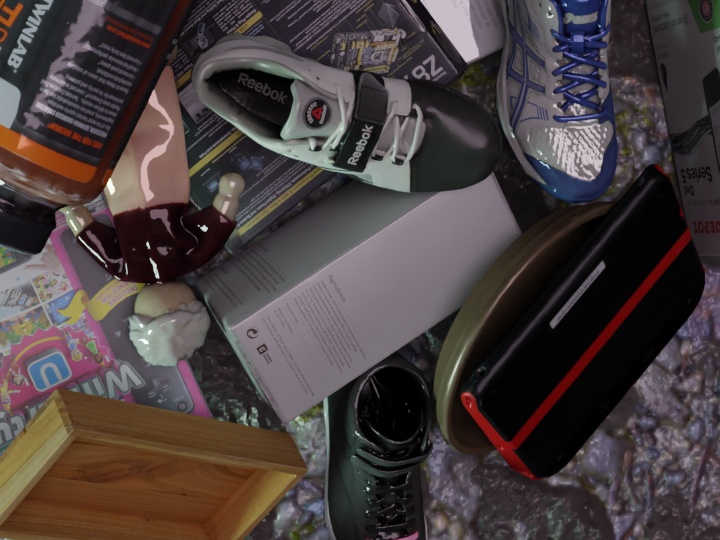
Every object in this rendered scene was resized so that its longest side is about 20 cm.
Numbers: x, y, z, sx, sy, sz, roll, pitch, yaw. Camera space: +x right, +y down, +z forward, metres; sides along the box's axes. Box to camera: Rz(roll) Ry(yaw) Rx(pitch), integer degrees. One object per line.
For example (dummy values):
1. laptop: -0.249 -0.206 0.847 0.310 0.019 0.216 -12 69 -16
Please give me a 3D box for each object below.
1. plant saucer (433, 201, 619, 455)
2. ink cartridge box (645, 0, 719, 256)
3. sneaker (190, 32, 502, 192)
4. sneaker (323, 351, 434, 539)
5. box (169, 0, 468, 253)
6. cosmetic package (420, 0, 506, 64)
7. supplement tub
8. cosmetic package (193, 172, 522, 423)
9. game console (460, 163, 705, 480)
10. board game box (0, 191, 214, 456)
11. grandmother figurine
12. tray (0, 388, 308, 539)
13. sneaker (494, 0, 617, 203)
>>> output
1. plant saucer: 0.117 0.035 1.081 0.029 0.200 0.200 39 83 28
2. ink cartridge box: 0.273 -0.113 1.108 0.083 0.145 0.202 -12 93 -9
3. sneaker: -0.012 -0.089 0.988 0.198 0.089 0.075 15 105 5
4. sneaker: 0.015 0.143 1.091 0.070 0.099 0.202 -8 94 -12
5. box: -0.055 -0.134 1.054 0.199 0.049 0.162 -38 91 18
6. cosmetic package: 0.083 -0.202 1.109 0.199 0.071 0.102 -25 96 -8
7. supplement tub: -0.177 -0.113 0.949 0.106 0.107 0.201 26 96 -10
8. cosmetic package: 0.000 0.000 1.074 0.199 0.108 0.085 -32 113 -7
9. game console: 0.154 0.041 1.090 0.031 0.177 0.200 36 82 34
10. board game box: -0.198 0.050 1.069 0.147 0.064 0.201 -25 97 -9
11. grandmother figurine: -0.130 -0.039 1.025 0.120 0.061 0.202 -6 93 18
12. tray: -0.136 0.133 1.021 0.199 0.037 0.099 19 122 -46
13. sneaker: 0.126 -0.144 1.029 0.075 0.088 0.202 -12 88 -12
